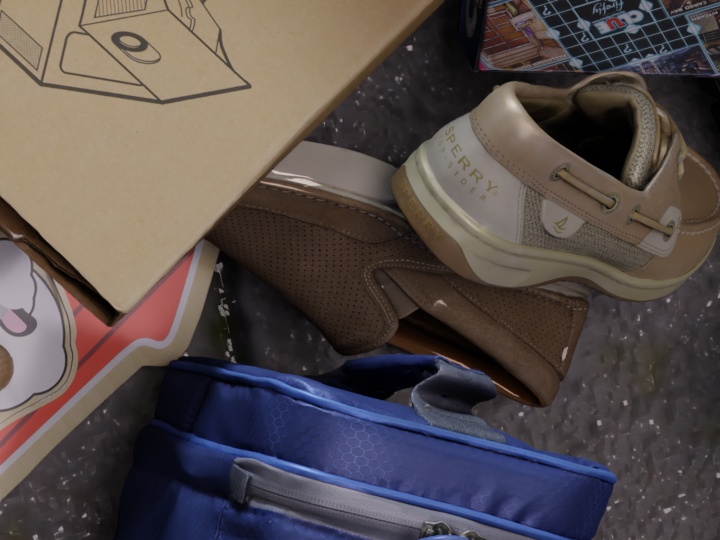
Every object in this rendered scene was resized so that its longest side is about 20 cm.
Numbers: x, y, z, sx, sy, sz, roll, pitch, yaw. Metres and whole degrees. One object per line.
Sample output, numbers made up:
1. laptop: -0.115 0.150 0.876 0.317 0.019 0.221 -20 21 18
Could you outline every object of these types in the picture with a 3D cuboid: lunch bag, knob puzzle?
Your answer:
1. lunch bag: -0.005 0.092 0.740 0.135 0.200 0.133 16 84 -20
2. knob puzzle: -0.126 -0.041 0.777 0.218 0.030 0.221 -1 92 -22

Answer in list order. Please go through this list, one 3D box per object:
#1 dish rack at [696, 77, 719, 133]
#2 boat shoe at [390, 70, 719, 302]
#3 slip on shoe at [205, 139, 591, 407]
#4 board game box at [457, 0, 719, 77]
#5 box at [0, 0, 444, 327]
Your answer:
1. dish rack: 0.223 -0.110 0.897 0.199 0.055 0.154 -28 103 -13
2. boat shoe: 0.090 -0.036 0.798 0.200 0.065 0.072 0 48 -55
3. slip on shoe: 0.000 0.000 0.799 0.199 0.076 0.061 19 75 -35
4. board game box: 0.142 -0.137 0.798 0.199 0.035 0.136 1 120 -14
5. box: -0.078 -0.099 0.740 0.163 0.021 0.200 42 56 3
